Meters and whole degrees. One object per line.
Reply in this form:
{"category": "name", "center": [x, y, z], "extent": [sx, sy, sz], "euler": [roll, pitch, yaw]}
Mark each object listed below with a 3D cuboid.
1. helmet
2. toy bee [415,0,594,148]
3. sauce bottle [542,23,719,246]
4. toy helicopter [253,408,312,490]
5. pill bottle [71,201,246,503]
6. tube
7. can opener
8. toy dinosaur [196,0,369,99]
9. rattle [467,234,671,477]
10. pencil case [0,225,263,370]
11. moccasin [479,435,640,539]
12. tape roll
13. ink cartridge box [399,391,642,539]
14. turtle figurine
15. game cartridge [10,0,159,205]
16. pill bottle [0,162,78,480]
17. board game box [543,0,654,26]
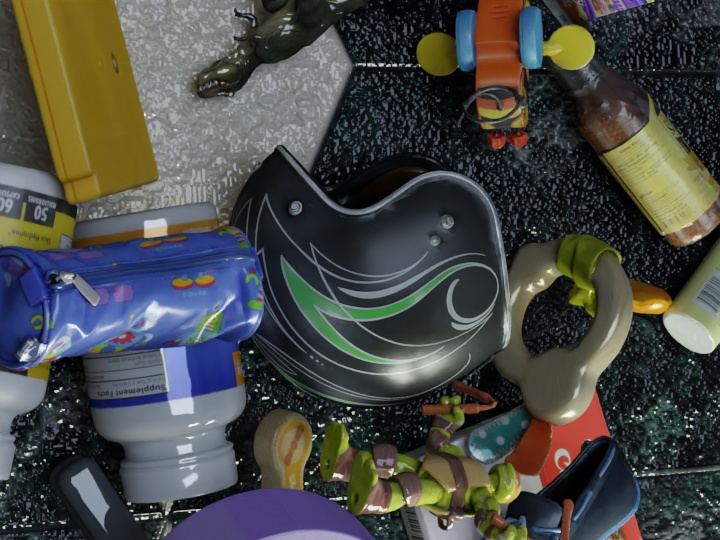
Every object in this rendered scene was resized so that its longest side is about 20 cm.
{"category": "helmet", "center": [0.000, 0.000, 1.439], "extent": [0.190, 0.200, 0.201], "euler": [-12, 93, -7]}
{"category": "toy bee", "center": [0.102, -0.153, 1.540], "extent": [0.200, 0.130, 0.109], "euler": [-56, 150, -33]}
{"category": "sauce bottle", "center": [0.218, -0.110, 1.609], "extent": [0.066, 0.066, 0.200], "euler": [-46, 108, -19]}
{"category": "toy helicopter", "center": [-0.065, 0.199, 1.422], "extent": [0.132, 0.079, 0.201], "euler": [-8, 102, -47]}
{"category": "pill bottle", "center": [-0.141, 0.058, 1.410], "extent": [0.112, 0.112, 0.201], "euler": [-11, 93, -25]}
{"category": "tube", "center": [0.327, -0.017, 1.670], "extent": [0.200, 0.052, 0.058], "euler": [-50, 149, -22]}
{"category": "can opener", "center": [-0.164, 0.225, 1.426], "extent": [0.066, 0.053, 0.201], "euler": [-32, 101, -22]}
{"category": "toy dinosaur", "center": [-0.044, -0.202, 1.471], "extent": [0.199, 0.048, 0.088], "euler": [-26, 117, 4]}
{"category": "rattle", "center": [0.166, 0.084, 1.563], "extent": [0.143, 0.130, 0.201], "euler": [48, 44, -60]}
{"category": "pencil case", "center": [-0.150, 0.015, 1.275], "extent": [0.200, 0.087, 0.078], "euler": [-6, 72, -43]}
{"category": "moccasin", "center": [0.130, 0.193, 1.509], "extent": [0.200, 0.080, 0.068], "euler": [-38, 119, -38]}
{"category": "tape roll", "center": [-0.063, 0.252, 1.357], "extent": [0.199, 0.066, 0.201], "euler": [-9, 114, -21]}
{"category": "ink cartridge box", "center": [0.133, 0.191, 1.569], "extent": [0.199, 0.057, 0.163], "euler": [-20, 96, -20]}
{"category": "turtle figurine", "center": [0.053, 0.145, 1.438], "extent": [0.161, 0.200, 0.065], "euler": [9, 123, -28]}
{"category": "game cartridge", "center": [-0.190, -0.137, 1.356], "extent": [0.032, 0.200, 0.177], "euler": [-14, 94, 8]}
{"category": "pill bottle", "center": [-0.254, 0.032, 1.311], "extent": [0.111, 0.111, 0.201], "euler": [11, 83, -24]}
{"category": "board game box", "center": [0.146, -0.288, 1.545], "extent": [0.045, 0.134, 0.200], "euler": [-45, 106, -20]}
